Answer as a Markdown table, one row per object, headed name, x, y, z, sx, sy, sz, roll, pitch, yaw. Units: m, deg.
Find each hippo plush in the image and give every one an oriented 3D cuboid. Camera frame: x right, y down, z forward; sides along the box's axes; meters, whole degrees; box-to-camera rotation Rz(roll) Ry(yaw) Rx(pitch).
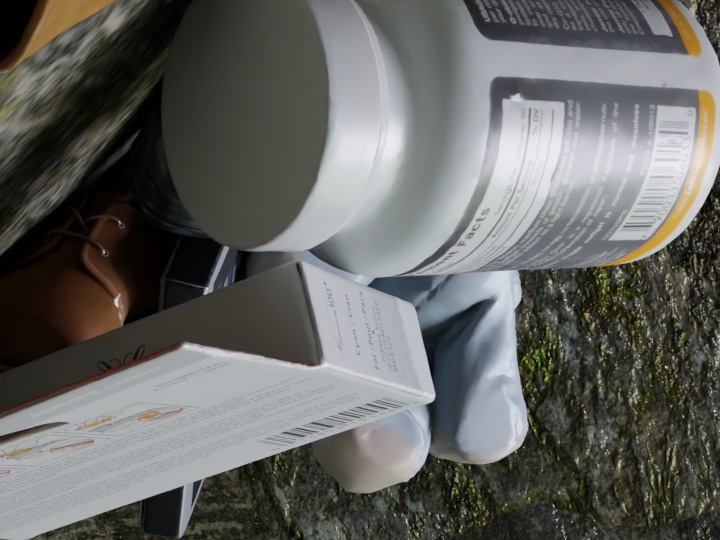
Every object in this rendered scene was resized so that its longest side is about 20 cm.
| name | x | y | z | sx | sy | sz | roll | pitch | yaw |
| --- | --- | --- | --- | --- | --- | --- | --- | --- | --- |
| hippo plush | 0.000 | 0.000 | 0.905 | 0.161 | 0.158 | 0.202 | -161 | -98 | -68 |

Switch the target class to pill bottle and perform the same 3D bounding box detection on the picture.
| name | x | y | z | sx | sy | sz | roll | pitch | yaw |
| --- | --- | --- | --- | --- | --- | --- | --- | --- | --- |
| pill bottle | 0.033 | -0.057 | 0.663 | 0.199 | 0.117 | 0.116 | -2 | 150 | -41 |

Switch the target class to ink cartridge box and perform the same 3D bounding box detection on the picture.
| name | x | y | z | sx | sy | sz | roll | pitch | yaw |
| --- | --- | --- | --- | --- | --- | --- | --- | --- | --- |
| ink cartridge box | -0.098 | 0.048 | 0.638 | 0.199 | 0.045 | 0.176 | -21 | 162 | 23 |

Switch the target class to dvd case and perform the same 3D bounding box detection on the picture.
| name | x | y | z | sx | sy | sz | roll | pitch | yaw |
| --- | --- | --- | --- | --- | --- | --- | --- | --- | --- |
| dvd case | -0.066 | 0.007 | 0.869 | 0.201 | 0.024 | 0.151 | -75 | 175 | -53 |

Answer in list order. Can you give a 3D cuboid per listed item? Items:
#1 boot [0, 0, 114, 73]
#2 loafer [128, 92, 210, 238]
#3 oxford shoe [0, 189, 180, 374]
| name | x | y | z | sx | sy | sz | roll | pitch | yaw |
| --- | --- | --- | --- | --- | --- | --- | --- | --- | --- |
| boot | -0.005 | -0.090 | 0.388 | 0.200 | 0.068 | 0.188 | -46 | -178 | -39 |
| loafer | 0.004 | -0.052 | 0.767 | 0.198 | 0.073 | 0.072 | -5 | 157 | -18 |
| oxford shoe | -0.126 | 0.003 | 0.768 | 0.200 | 0.071 | 0.072 | -41 | 147 | -72 |
